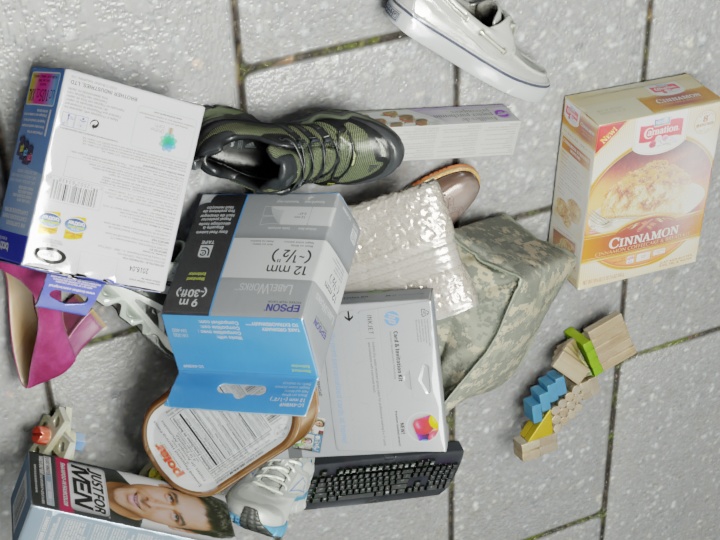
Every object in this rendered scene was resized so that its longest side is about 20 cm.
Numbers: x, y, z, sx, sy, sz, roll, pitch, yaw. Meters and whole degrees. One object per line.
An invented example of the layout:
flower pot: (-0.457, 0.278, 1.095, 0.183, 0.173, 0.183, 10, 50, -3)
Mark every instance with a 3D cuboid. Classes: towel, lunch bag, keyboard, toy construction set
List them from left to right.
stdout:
toy construction set: (-0.249, 0.213, 1.484, 0.200, 0.092, 0.131, 28, 130, -31)
towel: (0.000, 0.000, 1.430, 0.200, 0.034, 0.133, -17, 97, 12)
keyboard: (0.029, 0.216, 1.689, 0.200, 0.021, 0.127, -3, 123, -29)
lunch bag: (0.113, 0.055, 1.526, 0.164, 0.118, 0.200, -18, 136, -60)

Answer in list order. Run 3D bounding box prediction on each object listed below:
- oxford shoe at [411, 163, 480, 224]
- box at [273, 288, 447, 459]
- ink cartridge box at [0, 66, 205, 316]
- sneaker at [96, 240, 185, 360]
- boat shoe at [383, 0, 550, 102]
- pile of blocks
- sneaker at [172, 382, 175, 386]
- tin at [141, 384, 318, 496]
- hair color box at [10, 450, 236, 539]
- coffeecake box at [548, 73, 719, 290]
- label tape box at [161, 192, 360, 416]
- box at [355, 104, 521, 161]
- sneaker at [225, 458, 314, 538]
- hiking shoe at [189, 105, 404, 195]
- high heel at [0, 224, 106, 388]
oxford shoe: (0.052, -0.023, 1.501, 0.200, 0.073, 0.071, -45, 131, 5)
box: (-0.023, 0.100, 1.418, 0.200, 0.041, 0.156, -4, 108, 9)
ink cartridge box: (-0.227, -0.061, 1.272, 0.136, 0.076, 0.200, 13, 88, -34)
sneaker: (-0.179, 0.021, 1.403, 0.089, 0.074, 0.200, -43, 132, 6)
boat shoe: (0.113, -0.223, 1.404, 0.200, 0.072, 0.066, 25, 112, -30)
pile of blocks: (0.228, 0.123, 1.713, 0.082, 0.062, 0.200, 38, 91, -28)
sneaker: (-0.089, 0.095, 1.500, 0.200, 0.077, 0.111, 5, 124, -36)
tin: (-0.126, 0.139, 1.404, 0.200, 0.112, 0.042, -36, 176, 32)
hair color box: (-0.222, 0.238, 1.404, 0.200, 0.099, 0.061, 17, 109, -21)
coffeecake box: (0.288, -0.094, 1.583, 0.153, 0.073, 0.200, -13, 126, -20)
label tape box: (-0.096, 0.027, 1.338, 0.143, 0.200, 0.066, 1, 145, 23)
box: (0.060, -0.133, 1.452, 0.200, 0.039, 0.041, -6, 125, -25)
sneaker: (-0.089, 0.214, 1.543, 0.075, 0.200, 0.087, 24, 99, 5)
hiking shoe: (-0.057, -0.096, 1.344, 0.200, 0.101, 0.076, 1, 121, -7)
high heel: (-0.312, 0.028, 1.341, 0.096, 0.067, 0.200, -44, 145, -9)
